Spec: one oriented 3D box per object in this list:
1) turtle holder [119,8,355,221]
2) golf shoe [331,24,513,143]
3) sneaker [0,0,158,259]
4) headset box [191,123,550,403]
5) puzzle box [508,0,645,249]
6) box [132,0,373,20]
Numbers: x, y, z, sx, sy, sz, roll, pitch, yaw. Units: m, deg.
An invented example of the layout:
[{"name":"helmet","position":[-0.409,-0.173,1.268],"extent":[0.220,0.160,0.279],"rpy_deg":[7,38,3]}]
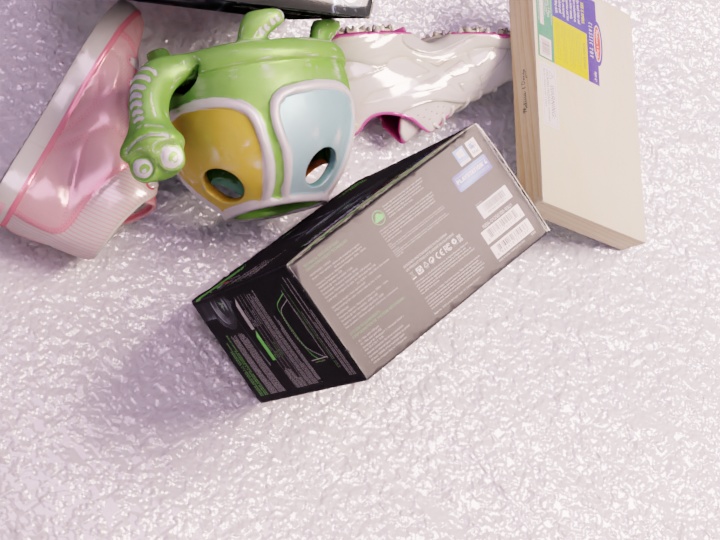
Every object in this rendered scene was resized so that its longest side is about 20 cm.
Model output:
[{"name":"turtle holder","position":[-0.078,-0.106,1.190],"extent":[0.141,0.185,0.132],"rpy_deg":[-12,86,13]},{"name":"golf shoe","position":[0.057,-0.145,1.311],"extent":[0.200,0.075,0.092],"rpy_deg":[-3,92,-19]},{"name":"sneaker","position":[-0.181,-0.095,1.218],"extent":[0.105,0.075,0.200],"rpy_deg":[29,62,-9]},{"name":"headset box","position":[0.000,0.000,1.159],"extent":[0.174,0.200,0.093],"rpy_deg":[-37,97,-24]},{"name":"puzzle box","position":[0.168,-0.126,1.304],"extent":[0.133,0.025,0.200],"rpy_deg":[18,64,-43]},{"name":"box","position":[-0.110,-0.213,1.217],"extent":[0.200,0.160,0.044],"rpy_deg":[3,96,-26]}]
